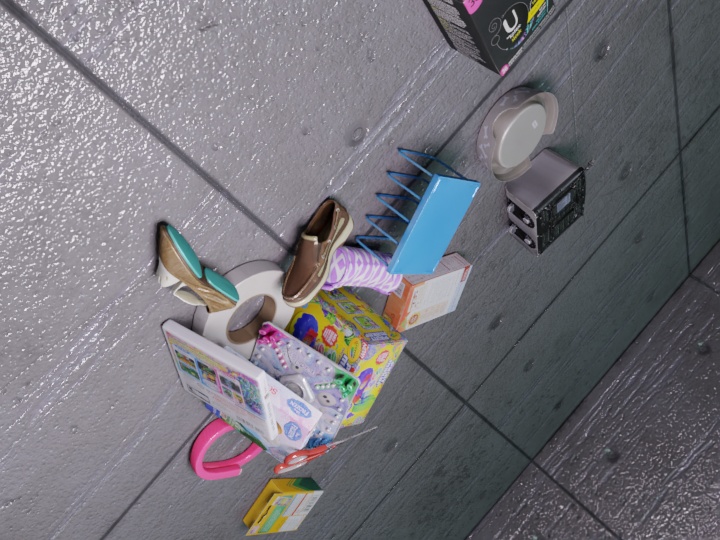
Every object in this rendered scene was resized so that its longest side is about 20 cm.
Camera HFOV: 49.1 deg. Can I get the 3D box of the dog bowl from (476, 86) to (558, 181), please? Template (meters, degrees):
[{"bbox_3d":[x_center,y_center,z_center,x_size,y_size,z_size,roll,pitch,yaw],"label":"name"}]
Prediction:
[{"bbox_3d":[0.318,-0.284,1.615,0.200,0.059,0.201,-32,144,-27],"label":"dog bowl"}]

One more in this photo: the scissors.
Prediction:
[{"bbox_3d":[-0.062,0.317,1.401,0.199,0.014,0.073,-13,150,-36],"label":"scissors"}]

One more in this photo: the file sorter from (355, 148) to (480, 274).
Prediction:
[{"bbox_3d":[0.100,-0.108,1.468,0.138,0.123,0.201,0,122,-50],"label":"file sorter"}]

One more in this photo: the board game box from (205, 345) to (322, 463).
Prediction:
[{"bbox_3d":[-0.175,0.243,1.372,0.041,0.199,0.200,-51,171,-34],"label":"board game box"}]

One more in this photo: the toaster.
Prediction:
[{"bbox_3d":[0.431,-0.163,1.819,0.200,0.119,0.181,-41,147,-13],"label":"toaster"}]

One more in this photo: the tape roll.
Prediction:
[{"bbox_3d":[-0.199,0.075,1.370,0.202,0.037,0.203,-32,144,-27],"label":"tape roll"}]

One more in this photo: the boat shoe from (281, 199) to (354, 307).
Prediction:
[{"bbox_3d":[-0.085,-0.036,1.343,0.203,0.074,0.075,-64,147,-26],"label":"boat shoe"}]

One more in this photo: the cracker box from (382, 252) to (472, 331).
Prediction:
[{"bbox_3d":[0.147,0.048,1.745,0.199,0.058,0.134,-16,135,-40],"label":"cracker box"}]

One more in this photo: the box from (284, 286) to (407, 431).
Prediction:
[{"bbox_3d":[-0.049,0.159,1.491,0.122,0.192,0.201,0,122,-51],"label":"box"}]

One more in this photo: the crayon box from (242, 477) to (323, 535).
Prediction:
[{"bbox_3d":[-0.189,0.552,1.852,0.126,0.052,0.200,-55,148,8],"label":"crayon box"}]

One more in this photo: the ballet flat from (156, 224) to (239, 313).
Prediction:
[{"bbox_3d":[-0.263,0.009,1.200,0.072,0.068,0.200,-30,141,7],"label":"ballet flat"}]

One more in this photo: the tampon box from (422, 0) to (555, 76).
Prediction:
[{"bbox_3d":[0.197,-0.440,1.245,0.150,0.126,0.200,-51,147,1],"label":"tampon box"}]

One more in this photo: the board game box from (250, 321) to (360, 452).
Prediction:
[{"bbox_3d":[-0.117,0.214,1.397,0.026,0.199,0.201,-45,162,-52],"label":"board game box"}]

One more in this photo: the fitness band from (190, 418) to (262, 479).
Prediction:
[{"bbox_3d":[-0.258,0.351,1.579,0.200,0.037,0.144,10,115,-55],"label":"fitness band"}]

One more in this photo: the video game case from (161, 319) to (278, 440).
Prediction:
[{"bbox_3d":[-0.228,0.181,1.294,0.024,0.199,0.183,-49,152,-34],"label":"video game case"}]

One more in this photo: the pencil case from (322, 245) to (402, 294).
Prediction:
[{"bbox_3d":[0.000,0.000,1.489,0.200,0.084,0.086,5,86,-51],"label":"pencil case"}]
